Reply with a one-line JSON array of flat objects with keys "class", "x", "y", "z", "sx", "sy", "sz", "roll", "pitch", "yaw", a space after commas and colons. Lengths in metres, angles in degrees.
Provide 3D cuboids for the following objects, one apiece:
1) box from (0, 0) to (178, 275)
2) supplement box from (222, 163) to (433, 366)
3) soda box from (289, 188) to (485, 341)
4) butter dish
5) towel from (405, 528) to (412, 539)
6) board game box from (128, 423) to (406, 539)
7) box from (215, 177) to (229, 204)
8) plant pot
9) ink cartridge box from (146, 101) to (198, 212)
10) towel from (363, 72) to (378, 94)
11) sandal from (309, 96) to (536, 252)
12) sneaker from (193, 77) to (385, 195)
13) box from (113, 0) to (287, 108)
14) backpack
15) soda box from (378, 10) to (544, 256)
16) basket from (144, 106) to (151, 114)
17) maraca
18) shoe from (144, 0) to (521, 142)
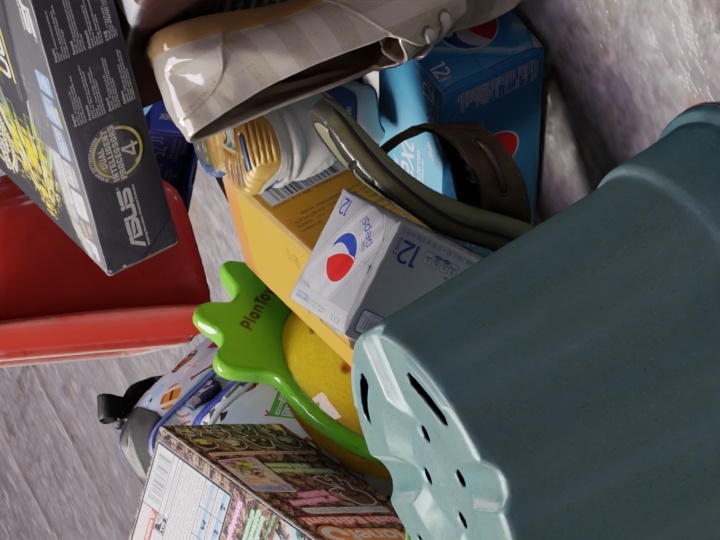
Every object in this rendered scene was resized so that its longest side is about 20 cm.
[{"class": "box", "x": -0.164, "y": -0.117, "z": 1.455, "sx": 0.161, "sy": 0.049, "sz": 0.201, "roll": 38, "pitch": 147, "yaw": 50}, {"class": "supplement box", "x": 0.000, "y": 0.000, "z": 1.560, "sx": 0.200, "sy": 0.068, "sz": 0.067, "roll": 45, "pitch": 155, "yaw": 51}, {"class": "soda box", "x": 0.067, "y": 0.031, "z": 1.437, "sx": 0.199, "sy": 0.064, "sz": 0.068, "roll": 25, "pitch": -177, "yaw": -31}, {"class": "butter dish", "x": -0.187, "y": -0.019, "z": 1.766, "sx": 0.200, "sy": 0.198, "sz": 0.149, "roll": 166, "pitch": 100, "yaw": -69}, {"class": "towel", "x": 0.115, "y": 0.158, "z": 1.400, "sx": 0.149, "sy": 0.199, "sz": 0.031, "roll": -89, "pitch": 16, "yaw": -66}, {"class": "board game box", "x": -0.038, "y": 0.197, "z": 1.582, "sx": 0.200, "sy": 0.096, "sz": 0.160, "roll": 32, "pitch": 112, "yaw": 42}, {"class": "box", "x": -0.044, "y": -0.062, "z": 1.763, "sx": 0.117, "sy": 0.060, "sz": 0.200, "roll": 62, "pitch": 170, "yaw": 0}, {"class": "plant pot", "x": 0.114, "y": 0.056, "z": 1.313, "sx": 0.201, "sy": 0.195, "sz": 0.201, "roll": 53, "pitch": 159, "yaw": 30}, {"class": "ink cartridge box", "x": -0.121, "y": -0.125, "z": 1.828, "sx": 0.119, "sy": 0.042, "sz": 0.201, "roll": 116, "pitch": 156, "yaw": -67}, {"class": "towel", "x": 0.000, "y": -0.112, "z": 1.685, "sx": 0.200, "sy": 0.023, "sz": 0.153, "roll": 54, "pitch": 160, "yaw": 29}, {"class": "sandal", "x": 0.062, "y": -0.041, "z": 1.447, "sx": 0.200, "sy": 0.058, "sz": 0.080, "roll": 26, "pitch": -178, "yaw": -18}, {"class": "sneaker", "x": -0.044, "y": -0.089, "z": 1.577, "sx": 0.200, "sy": 0.088, "sz": 0.076, "roll": -132, "pitch": 30, "yaw": -65}, {"class": "box", "x": -0.071, "y": -0.211, "z": 1.474, "sx": 0.167, "sy": 0.199, "sz": 0.164, "roll": 61, "pitch": 162, "yaw": 13}, {"class": "backpack", "x": -0.026, "y": 0.097, "z": 1.757, "sx": 0.200, "sy": 0.191, "sz": 0.154, "roll": 50, "pitch": 158, "yaw": -17}, {"class": "soda box", "x": 0.052, "y": -0.061, "z": 1.539, "sx": 0.068, "sy": 0.064, "sz": 0.201, "roll": 53, "pitch": 158, "yaw": 33}, {"class": "basket", "x": -0.137, "y": -0.207, "z": 1.705, "sx": 0.176, "sy": 0.138, "sz": 0.201, "roll": -47, "pitch": 58, "yaw": 41}, {"class": "maraca", "x": 0.003, "y": 0.053, "z": 1.637, "sx": 0.199, "sy": 0.137, "sz": 0.107, "roll": 25, "pitch": 127, "yaw": 3}, {"class": "shoe", "x": -0.005, "y": -0.113, "z": 1.417, "sx": 0.070, "sy": 0.199, "sz": 0.054, "roll": 86, "pitch": 167, "yaw": -69}]
